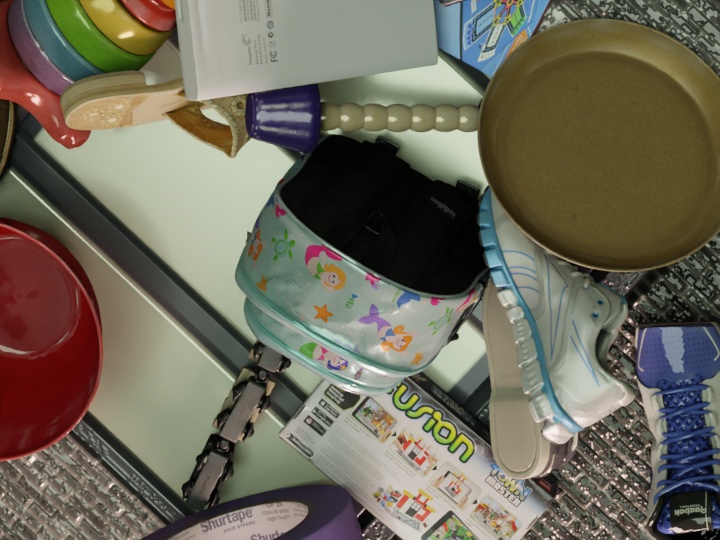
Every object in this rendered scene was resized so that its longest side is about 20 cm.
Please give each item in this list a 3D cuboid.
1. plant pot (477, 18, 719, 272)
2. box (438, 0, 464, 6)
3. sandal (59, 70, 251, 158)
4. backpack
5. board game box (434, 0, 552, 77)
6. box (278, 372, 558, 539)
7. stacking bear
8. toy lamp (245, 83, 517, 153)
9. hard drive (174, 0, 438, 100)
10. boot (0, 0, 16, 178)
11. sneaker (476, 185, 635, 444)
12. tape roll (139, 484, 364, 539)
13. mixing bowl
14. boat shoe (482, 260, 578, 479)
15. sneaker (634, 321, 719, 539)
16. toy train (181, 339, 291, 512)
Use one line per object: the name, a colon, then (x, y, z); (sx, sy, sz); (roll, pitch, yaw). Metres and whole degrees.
plant pot: (0.181, -0.088, 1.396); (0.199, 0.028, 0.201); (2, 69, -6)
box: (0.107, -0.305, 1.353); (0.148, 0.107, 0.201); (-13, 99, 14)
sandal: (-0.114, -0.113, 1.430); (0.210, 0.078, 0.070); (-10, 70, -21)
backpack: (0.000, 0.000, 1.407); (0.177, 0.200, 0.151); (31, 109, 3)
board game box: (0.111, -0.251, 1.427); (0.103, 0.019, 0.201); (29, 105, 6)
box: (0.046, 0.151, 1.514); (0.200, 0.035, 0.110); (40, 106, 1)
stacking bear: (-0.181, -0.201, 1.431); (0.199, 0.114, 0.121); (-30, 134, 27)
toy lamp: (0.014, -0.114, 1.418); (0.199, 0.058, 0.059); (0, 103, -17)
hard drive: (-0.039, -0.200, 1.365); (0.199, 0.027, 0.133); (-12, 102, -29)
boot: (-0.312, -0.153, 1.505); (0.073, 0.075, 0.201); (8, 104, 8)
sneaker: (0.147, 0.019, 1.392); (0.086, 0.075, 0.201); (-23, 75, 19)
tape roll: (-0.090, 0.240, 1.475); (0.199, 0.200, 0.085); (-14, 99, 14)
mixing bowl: (-0.286, 0.037, 1.513); (0.199, 0.108, 0.201); (3, 110, 8)
boat shoe: (0.139, 0.058, 1.474); (0.072, 0.062, 0.201); (2, 91, 46)
sneaker: (0.251, 0.141, 1.430); (0.080, 0.115, 0.201); (-6, 100, 11)
toy train: (-0.090, 0.103, 1.528); (0.034, 0.046, 0.201); (25, 108, -7)
